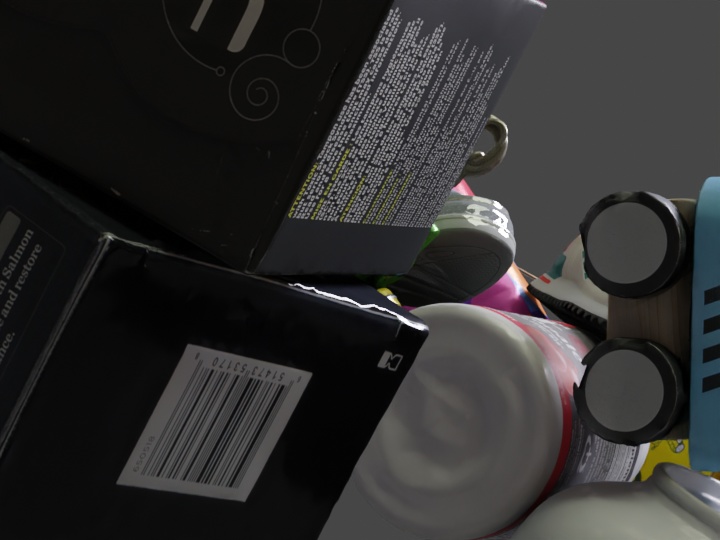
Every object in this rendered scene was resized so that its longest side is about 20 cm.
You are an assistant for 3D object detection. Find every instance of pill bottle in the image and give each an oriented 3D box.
[{"bbox_3d":[0.078,0.078,1.039,0.110,0.111,0.200,31,8,24],"label":"pill bottle"}]

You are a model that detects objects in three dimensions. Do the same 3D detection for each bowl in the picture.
[{"bbox_3d":[0.153,0.147,0.918,0.200,0.091,0.201,27,8,-4],"label":"bowl"}]

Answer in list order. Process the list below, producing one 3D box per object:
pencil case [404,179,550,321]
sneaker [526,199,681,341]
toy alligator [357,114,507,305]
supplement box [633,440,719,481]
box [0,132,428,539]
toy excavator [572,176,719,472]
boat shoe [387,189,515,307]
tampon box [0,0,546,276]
[{"bbox_3d":[0.059,0.024,1.211,0.201,0.088,0.088,58,19,20],"label":"pencil case"},{"bbox_3d":[0.157,0.003,1.106,0.070,0.094,0.200,40,-2,-14],"label":"sneaker"},{"bbox_3d":[0.000,0.000,0.990,0.059,0.200,0.054,52,11,16],"label":"toy alligator"},{"bbox_3d":[0.231,0.129,1.238,0.199,0.110,0.109,22,9,-39],"label":"supplement box"},{"bbox_3d":[-0.117,0.010,0.776,0.200,0.118,0.196,34,9,34],"label":"box"},{"bbox_3d":[0.201,0.056,0.909,0.199,0.196,0.100,0,-3,22],"label":"toy excavator"},{"bbox_3d":[0.007,-0.018,1.085,0.074,0.065,0.202,21,-19,-29],"label":"boat shoe"},{"bbox_3d":[-0.041,-0.086,0.757,0.149,0.127,0.200,29,7,14],"label":"tampon box"}]
